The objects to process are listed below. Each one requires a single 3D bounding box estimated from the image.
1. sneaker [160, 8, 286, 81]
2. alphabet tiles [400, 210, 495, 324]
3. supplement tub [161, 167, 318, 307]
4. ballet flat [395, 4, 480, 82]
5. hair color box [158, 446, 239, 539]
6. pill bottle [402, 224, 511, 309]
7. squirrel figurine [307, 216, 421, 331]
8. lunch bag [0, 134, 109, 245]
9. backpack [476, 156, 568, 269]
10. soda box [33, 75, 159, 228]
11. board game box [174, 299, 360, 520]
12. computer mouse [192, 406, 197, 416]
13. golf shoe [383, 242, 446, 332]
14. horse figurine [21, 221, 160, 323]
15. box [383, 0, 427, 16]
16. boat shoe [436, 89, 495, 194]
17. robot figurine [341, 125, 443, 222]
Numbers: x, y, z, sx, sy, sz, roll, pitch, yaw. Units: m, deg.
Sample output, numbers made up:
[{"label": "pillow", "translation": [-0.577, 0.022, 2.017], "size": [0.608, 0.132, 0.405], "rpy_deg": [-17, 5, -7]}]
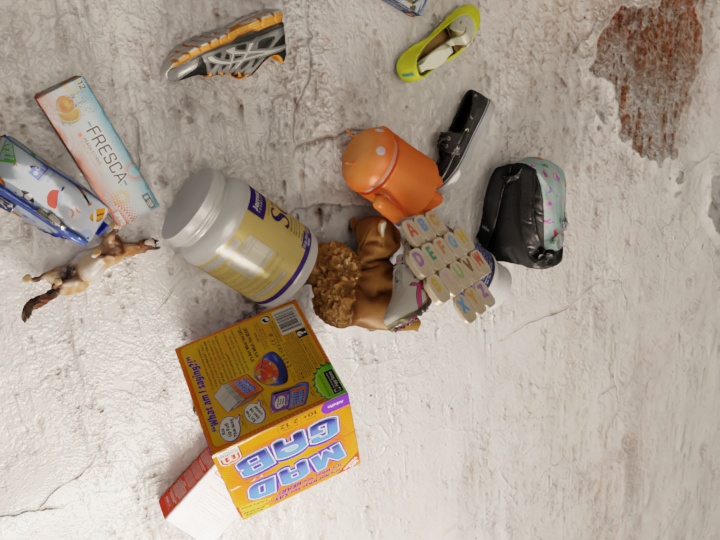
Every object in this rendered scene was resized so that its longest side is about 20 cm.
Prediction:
[{"label": "sneaker", "translation": [-0.190, -0.310, 0.946], "size": [0.200, 0.078, 0.077], "rpy_deg": [-29, 126, -18]}, {"label": "alphabet tiles", "translation": [0.149, -0.011, 1.081], "size": [0.200, 0.015, 0.196], "rpy_deg": [-25, 79, -52]}, {"label": "supplement tub", "translation": [-0.180, -0.049, 0.988], "size": [0.200, 0.145, 0.146], "rpy_deg": [35, 86, -33]}, {"label": "ballet flat", "translation": [0.148, -0.385, 1.116], "size": [0.200, 0.067, 0.067], "rpy_deg": [-40, 120, -13]}, {"label": "hair color box", "translation": [-0.235, 0.361, 1.131], "size": [0.200, 0.064, 0.111], "rpy_deg": [-46, 120, -8]}, {"label": "pill bottle", "translation": [0.184, -0.003, 1.225], "size": [0.200, 0.116, 0.116], "rpy_deg": [26, 92, -32]}, {"label": "squirrel figurine", "translation": [0.000, 0.000, 1.114], "size": [0.199, 0.141, 0.188], "rpy_deg": [0, 99, -32]}, {"label": "lunch bag", "translation": [-0.401, -0.092, 0.817], "size": [0.160, 0.200, 0.076], "rpy_deg": [40, 75, -31]}, {"label": "backpack", "translation": [0.317, -0.116, 1.257], "size": [0.126, 0.166, 0.201], "rpy_deg": [-19, 112, -45]}, {"label": "soda box", "translation": [-0.360, -0.162, 0.900], "size": [0.068, 0.064, 0.201], "rpy_deg": [-33, 119, -17]}, {"label": "board game box", "translation": [-0.138, 0.209, 0.998], "size": [0.199, 0.200, 0.200], "rpy_deg": [-22, 138, -14]}, {"label": "computer mouse", "translation": [-0.193, 0.199, 1.128], "size": [0.199, 0.034, 0.059], "rpy_deg": [-19, 135, -19]}, {"label": "golf shoe", "translation": [0.076, 0.023, 1.051], "size": [0.092, 0.073, 0.200], "rpy_deg": [49, 39, -7]}, {"label": "horse figurine", "translation": [-0.385, -0.005, 0.915], "size": [0.200, 0.133, 0.050], "rpy_deg": [-37, 89, -10]}, {"label": "box", "translation": [0.071, -0.532, 1.044], "size": [0.137, 0.040, 0.201], "rpy_deg": [17, 96, -33]}, {"label": "boat shoe", "translation": [0.171, -0.235, 1.177], "size": [0.066, 0.070, 0.200], "rpy_deg": [32, 88, -25]}, {"label": "robot figurine", "translation": [0.051, -0.162, 1.100], "size": [0.200, 0.117, 0.144], "rpy_deg": [26, 91, -33]}]
